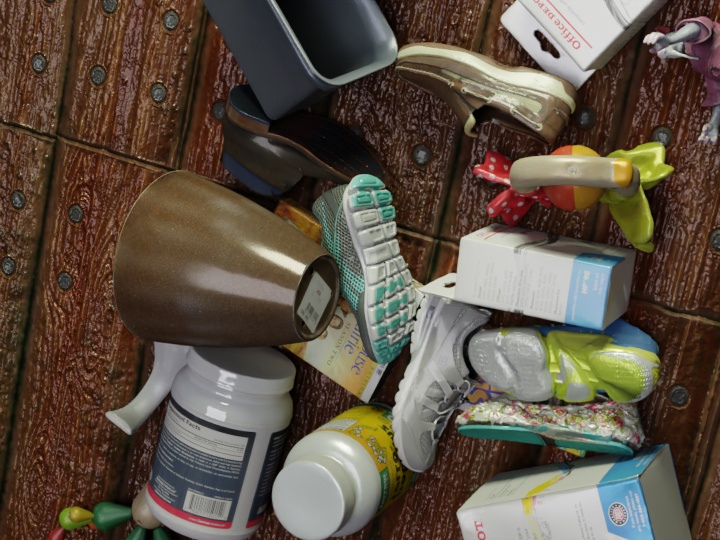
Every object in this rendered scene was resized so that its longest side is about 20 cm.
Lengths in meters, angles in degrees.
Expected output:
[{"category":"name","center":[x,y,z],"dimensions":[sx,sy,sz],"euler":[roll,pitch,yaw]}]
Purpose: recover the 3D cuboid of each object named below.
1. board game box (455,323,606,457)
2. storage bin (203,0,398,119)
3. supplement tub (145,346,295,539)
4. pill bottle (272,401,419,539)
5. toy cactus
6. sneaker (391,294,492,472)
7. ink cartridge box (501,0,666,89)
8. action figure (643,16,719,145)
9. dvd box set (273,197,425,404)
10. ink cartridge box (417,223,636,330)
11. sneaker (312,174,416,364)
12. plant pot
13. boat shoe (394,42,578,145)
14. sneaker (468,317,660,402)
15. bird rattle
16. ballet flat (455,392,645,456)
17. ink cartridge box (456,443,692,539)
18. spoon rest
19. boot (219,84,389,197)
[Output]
[{"category":"board game box","center":[0.162,0.118,1.677],"dimensions":[0.198,0.030,0.097],"euler":[21,107,21]},{"category":"storage bin","center":[-0.069,-0.268,1.662],"dimensions":[0.134,0.145,0.202],"euler":[-33,85,51]},{"category":"supplement tub","center":[-0.155,0.188,1.759],"dimensions":[0.139,0.140,0.202],"euler":[21,106,18]},{"category":"pill bottle","center":[-0.016,0.216,1.672],"dimensions":[0.111,0.200,0.114],"euler":[4,100,22]},{"category":"toy cactus","center":[-0.272,0.315,1.866],"dimensions":[0.199,0.102,0.167],"euler":[30,100,25]},{"category":"sneaker","center":[0.087,0.122,1.654],"dimensions":[0.081,0.075,0.203],"euler":[16,106,20]},{"category":"ink cartridge box","center":[0.231,-0.279,1.549],"dimensions":[0.116,0.067,0.200],"euler":[47,113,8]},{"category":"action figure","center":[0.361,-0.207,1.496],"dimensions":[0.149,0.134,0.199],"euler":[-46,47,-13]},{"category":"dvd box set","center":[-0.036,0.033,1.743],"dimensions":[0.199,0.029,0.147],"euler":[34,110,15]},{"category":"ink cartridge box","center":[0.170,0.000,1.603],"dimensions":[0.198,0.116,0.068],"euler":[12,103,20]},{"category":"sneaker","center":[0.000,0.000,1.678],"dimensions":[0.091,0.077,0.203],"euler":[-4,97,45]},{"category":"plant pot","center":[-0.127,0.007,1.662],"dimensions":[0.198,0.186,0.190],"euler":[15,104,28]},{"category":"boat shoe","center":[0.118,-0.177,1.604],"dimensions":[0.200,0.075,0.076],"euler":[16,78,26]},{"category":"sneaker","center":[0.215,0.087,1.608],"dimensions":[0.198,0.105,0.077],"euler":[11,114,22]},{"category":"bird rattle","center":[0.208,-0.095,1.556],"dimensions":[0.197,0.163,0.114],"euler":[12,85,11]},{"category":"ballet flat","center":[0.198,0.150,1.626],"dimensions":[0.197,0.076,0.065],"euler":[5,71,17]},{"category":"ink cartridge box","center":[0.225,0.279,1.610],"dimensions":[0.198,0.144,0.149],"euler":[-13,93,24]},{"category":"spoon rest","center":[-0.221,0.097,1.827],"dimensions":[0.099,0.061,0.201],"euler":[36,97,12]},{"category":"boot","center":[-0.066,-0.119,1.725],"dimensions":[0.199,0.075,0.097],"euler":[31,134,6]}]
